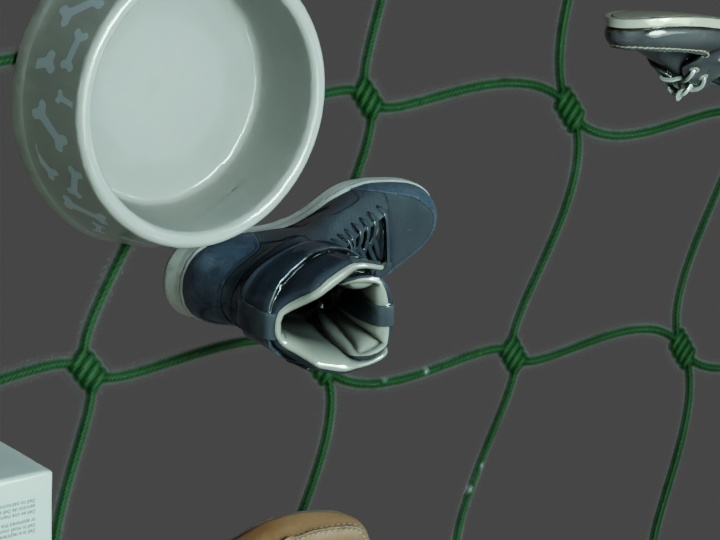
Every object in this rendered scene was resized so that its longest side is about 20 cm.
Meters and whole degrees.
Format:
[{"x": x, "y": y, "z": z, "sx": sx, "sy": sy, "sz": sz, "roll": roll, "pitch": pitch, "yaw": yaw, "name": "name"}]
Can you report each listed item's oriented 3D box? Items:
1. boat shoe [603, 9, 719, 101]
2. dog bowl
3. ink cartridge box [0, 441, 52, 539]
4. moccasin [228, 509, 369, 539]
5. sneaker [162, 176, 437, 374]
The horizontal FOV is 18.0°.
[{"x": 0.245, "y": -0.149, "z": 1.609, "sx": 0.199, "sy": 0.073, "sz": 0.063, "roll": 1, "pitch": 100, "yaw": -43, "name": "boat shoe"}, {"x": -0.106, "y": -0.105, "z": 1.352, "sx": 0.199, "sy": 0.059, "sz": 0.201, "roll": -13, "pitch": 112, "yaw": -35, "name": "dog bowl"}, {"x": -0.259, "y": 0.210, "z": 1.311, "sx": 0.146, "sy": 0.083, "sz": 0.201, "roll": -8, "pitch": 108, "yaw": -37, "name": "ink cartridge box"}, {"x": -0.074, "y": 0.210, "z": 1.461, "sx": 0.201, "sy": 0.078, "sz": 0.074, "roll": -14, "pitch": 112, "yaw": -35, "name": "moccasin"}, {"x": 0.000, "y": 0.002, "z": 1.414, "sx": 0.202, "sy": 0.146, "sz": 0.077, "roll": -21, "pitch": 114, "yaw": -34, "name": "sneaker"}]
